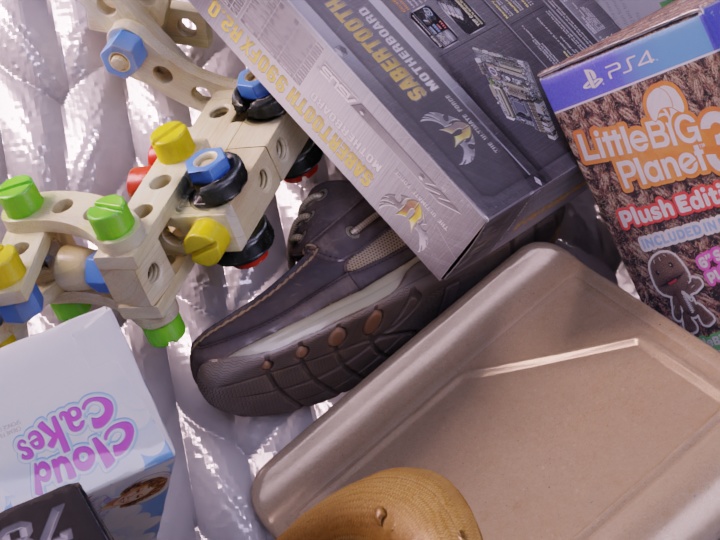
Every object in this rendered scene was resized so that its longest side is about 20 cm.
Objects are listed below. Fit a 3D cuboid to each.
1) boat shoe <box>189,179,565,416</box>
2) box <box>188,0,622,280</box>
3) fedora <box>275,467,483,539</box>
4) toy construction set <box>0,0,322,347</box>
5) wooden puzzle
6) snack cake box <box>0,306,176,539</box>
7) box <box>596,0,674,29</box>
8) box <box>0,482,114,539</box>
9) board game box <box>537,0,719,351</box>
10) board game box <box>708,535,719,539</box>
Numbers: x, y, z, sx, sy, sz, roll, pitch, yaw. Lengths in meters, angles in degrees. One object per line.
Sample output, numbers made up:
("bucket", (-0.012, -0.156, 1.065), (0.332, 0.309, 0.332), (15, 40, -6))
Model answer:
("boat shoe", (0.000, 0.000, 1.031), (0.200, 0.075, 0.073), (-26, 64, -29))
("box", (0.029, -0.109, 1.024), (0.200, 0.048, 0.158), (48, 47, 10))
("fedora", (0.006, 0.172, 0.804), (0.082, 0.201, 0.201), (30, 61, -27))
("toy construction set", (-0.096, -0.045, 1.015), (0.131, 0.092, 0.200), (-3, 53, 28))
("wooden puzzle", (0.066, 0.086, 0.943), (0.185, 0.037, 0.200), (-40, 35, -7))
("snack cake box", (-0.142, 0.100, 0.879), (0.115, 0.200, 0.067), (-21, 70, -18))
("box", (0.052, -0.142, 1.116), (0.200, 0.036, 0.144), (-20, 72, -20))
("box", (-0.172, 0.184, 0.805), (0.200, 0.199, 0.050), (-22, 51, -19))
("board game box", (0.197, -0.036, 1.003), (0.159, 0.097, 0.200), (-32, 99, -42))
("board game box", (0.078, 0.154, 0.910), (0.200, 0.200, 0.026), (-45, 107, -24))
